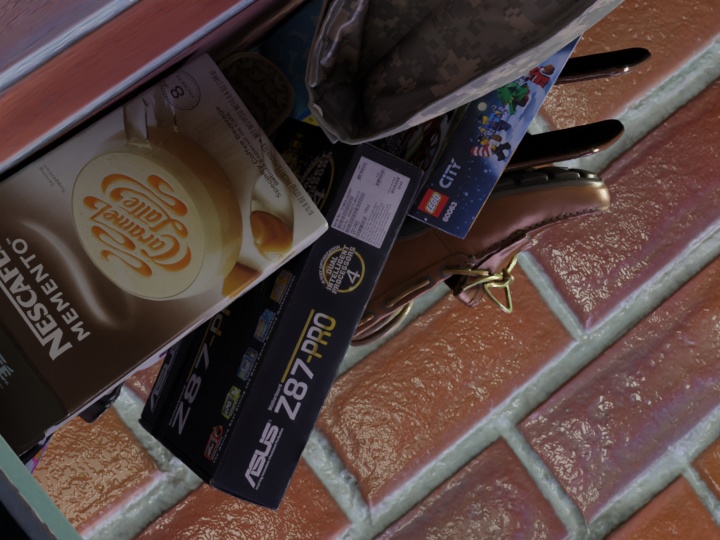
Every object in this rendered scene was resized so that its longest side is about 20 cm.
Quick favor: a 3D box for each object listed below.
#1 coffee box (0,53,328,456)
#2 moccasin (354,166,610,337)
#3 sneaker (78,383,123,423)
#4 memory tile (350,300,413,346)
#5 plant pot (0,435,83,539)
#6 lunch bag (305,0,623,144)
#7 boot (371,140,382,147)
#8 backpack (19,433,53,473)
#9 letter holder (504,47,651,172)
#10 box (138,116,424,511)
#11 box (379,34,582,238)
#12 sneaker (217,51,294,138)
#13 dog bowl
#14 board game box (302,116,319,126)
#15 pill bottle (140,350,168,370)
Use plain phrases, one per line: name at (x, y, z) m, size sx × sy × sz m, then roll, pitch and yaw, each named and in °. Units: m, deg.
coffee box at (-0.127, -0.007, 1.226) m, size 0.200 × 0.115 × 0.080 m, roll -38°, pitch -178°, yaw -39°
moccasin at (0.057, -0.007, 1.466) m, size 0.200 × 0.078 × 0.074 m, roll -23°, pitch -173°, yaw -8°
sneaker at (-0.215, 0.058, 1.551) m, size 0.200 × 0.116 × 0.076 m, roll -37°, pitch -179°, yaw -38°
memory tile at (0.000, 0.000, 1.598) m, size 0.153 × 0.017 × 0.200 m, roll -48°, pitch -157°, yaw -27°
plant pot at (-0.234, 0.114, 1.056) m, size 0.196 × 0.196 × 0.200 m, roll -37°, pitch -172°, yaw 0°
lunch bag at (0.060, -0.148, 1.159) m, size 0.200 × 0.118 × 0.164 m, roll -42°, pitch 180°, yaw 20°
boot at (-0.017, -0.065, 1.649) m, size 0.199 × 0.078 × 0.138 m, roll -33°, pitch -170°, yaw -6°
backpack at (-0.248, 0.090, 1.372) m, size 0.167 × 0.127 × 0.200 m, roll -41°, pitch -174°, yaw -35°
letter holder at (0.140, -0.128, 1.534) m, size 0.141 × 0.101 × 0.200 m, roll -9°, pitch -173°, yaw 11°
box at (-0.047, 0.018, 1.357) m, size 0.201 × 0.049 × 0.161 m, roll -67°, pitch -160°, yaw 1°
box at (0.077, -0.134, 1.331) m, size 0.201 × 0.038 × 0.137 m, roll -61°, pitch -160°, yaw 19°
sneaker at (-0.120, -0.041, 1.359) m, size 0.200 × 0.067 × 0.090 m, roll -41°, pitch 178°, yaw -36°
dog bowl at (0.024, -0.165, 1.453) m, size 0.200 × 0.050 × 0.111 m, roll -37°, pitch 180°, yaw -10°
board game box at (-0.021, -0.128, 1.618) m, size 0.200 × 0.057 × 0.165 m, roll -37°, pitch 178°, yaw 14°
pill bottle at (-0.127, -0.010, 1.478) m, size 0.200 × 0.113 × 0.112 m, roll -37°, pitch 180°, yaw -10°
